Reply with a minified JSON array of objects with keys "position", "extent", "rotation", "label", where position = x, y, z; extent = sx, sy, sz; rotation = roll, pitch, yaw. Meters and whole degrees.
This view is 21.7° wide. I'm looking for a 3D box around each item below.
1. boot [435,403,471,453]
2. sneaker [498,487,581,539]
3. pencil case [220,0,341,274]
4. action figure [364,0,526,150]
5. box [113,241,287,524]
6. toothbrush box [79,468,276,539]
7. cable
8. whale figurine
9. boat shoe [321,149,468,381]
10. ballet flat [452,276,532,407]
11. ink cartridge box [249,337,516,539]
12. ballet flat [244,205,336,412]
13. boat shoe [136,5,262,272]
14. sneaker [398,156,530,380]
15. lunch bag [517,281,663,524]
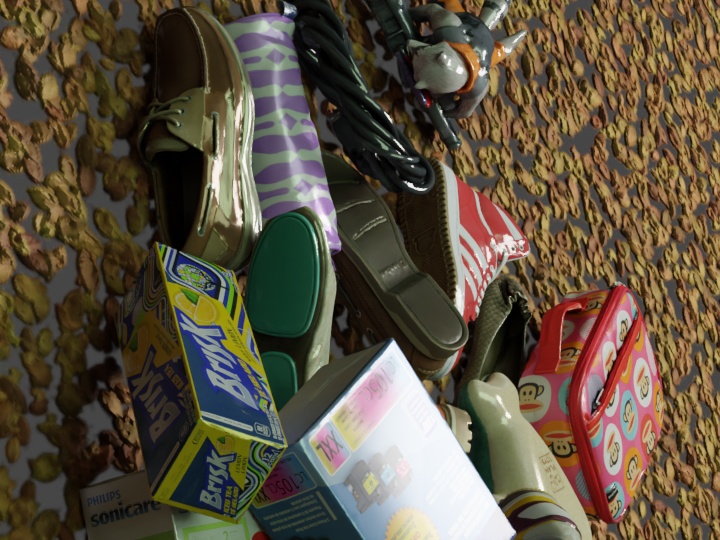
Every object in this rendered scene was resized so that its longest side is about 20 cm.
[{"position":[0.013,0.186,1.419],"extent":[0.107,0.075,0.201],"rotation":[21,63,-24],"label":"boot"},{"position":[0.093,0.259,1.386],"extent":[0.075,0.201,0.090],"rotation":[26,10,-18],"label":"sneaker"},{"position":[-0.069,-0.095,1.412],"extent":[0.085,0.084,0.201],"rotation":[11,68,-69],"label":"pencil case"},{"position":[0.075,-0.221,1.636],"extent":[0.200,0.104,0.194],"rotation":[57,29,-23],"label":"action figure"},{"position":[-0.107,0.069,1.211],"extent":[0.064,0.070,0.200],"rotation":[20,26,-27],"label":"box"},{"position":[-0.090,0.227,1.240],"extent":[0.145,0.086,0.201],"rotation":[0,73,-52],"label":"toothbrush box"},{"position":[-0.002,-0.138,1.455],"extent":[0.164,0.051,0.200],"rotation":[65,-4,-32],"label":"cable"},{"position":[0.112,0.186,1.506],"extent":[0.159,0.103,0.201],"rotation":[-12,82,-65],"label":"whale figurine"},{"position":[0.000,0.000,1.472],"extent":[0.072,0.068,0.200],"rotation":[-16,68,-46],"label":"boat shoe"},{"position":[0.119,0.092,1.602],"extent":[0.067,0.046,0.201],"rotation":[38,48,-36],"label":"ballet flat"},{"position":[0.019,0.168,1.260],"extent":[0.200,0.076,0.136],"rotation":[58,41,-12],"label":"ink cartridge box"},{"position":[-0.050,0.048,1.358],"extent":[0.062,0.067,0.201],"rotation":[-18,117,-64],"label":"ballet flat"},{"position":[-0.121,-0.097,1.349],"extent":[0.072,0.076,0.201],"rotation":[2,72,-50],"label":"boat shoe"},{"position":[0.088,0.011,1.576],"extent":[0.112,0.071,0.201],"rotation":[28,52,-40],"label":"sneaker"},{"position":[0.198,0.106,1.645],"extent":[0.200,0.082,0.177],"rotation":[-57,134,-51],"label":"lunch bag"}]
